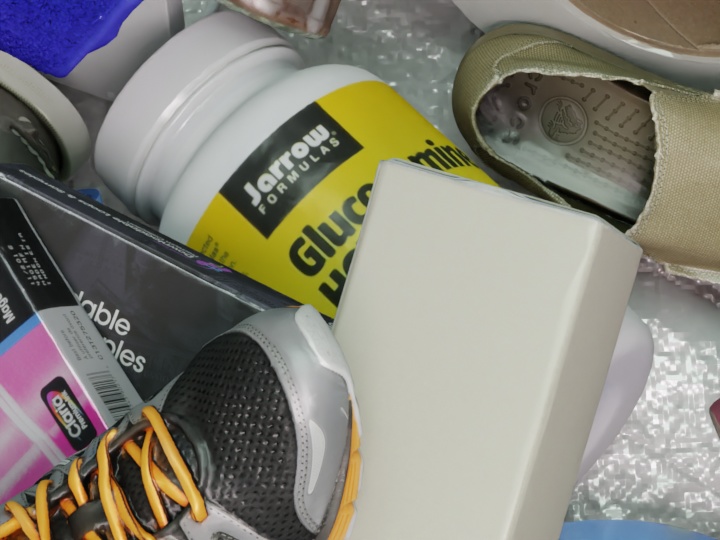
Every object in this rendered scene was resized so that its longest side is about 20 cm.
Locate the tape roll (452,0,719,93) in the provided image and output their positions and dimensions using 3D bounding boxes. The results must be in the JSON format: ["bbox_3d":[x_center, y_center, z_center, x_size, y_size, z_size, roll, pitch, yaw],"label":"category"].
[{"bbox_3d":[0.132,-0.162,1.108,0.202,0.203,0.140,16,64,9],"label":"tape roll"}]

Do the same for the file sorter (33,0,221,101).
[{"bbox_3d":[-0.113,-0.176,1.123,0.138,0.200,0.125,19,63,10],"label":"file sorter"}]

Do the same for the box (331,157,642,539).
[{"bbox_3d":[0.022,0.073,0.963,0.082,0.068,0.201,17,87,19],"label":"box"}]

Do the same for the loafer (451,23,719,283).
[{"bbox_3d":[0.121,-0.032,1.101,0.199,0.067,0.076,17,109,12],"label":"loafer"}]

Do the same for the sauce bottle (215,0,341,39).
[{"bbox_3d":[0.002,-0.183,1.077,0.064,0.065,0.201,29,98,15],"label":"sauce bottle"}]

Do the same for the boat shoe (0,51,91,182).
[{"bbox_3d":[-0.200,-0.079,1.146,0.201,0.072,0.060,31,63,11],"label":"boat shoe"}]

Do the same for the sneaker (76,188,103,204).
[{"bbox_3d":[-0.162,0.049,1.084,0.199,0.070,0.078,-27,104,7],"label":"sneaker"}]

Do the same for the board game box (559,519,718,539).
[{"bbox_3d":[0.092,0.184,1.028,0.157,0.039,0.201,-17,66,-14],"label":"board game box"}]

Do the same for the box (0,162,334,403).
[{"bbox_3d":[-0.097,0.082,1.020,0.142,0.036,0.201,26,104,17],"label":"box"}]

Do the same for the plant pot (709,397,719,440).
[{"bbox_3d":[0.223,0.065,1.006,0.178,0.200,0.201,-24,64,4],"label":"plant pot"}]

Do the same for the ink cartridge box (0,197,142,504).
[{"bbox_3d":[-0.166,0.072,1.011,0.200,0.037,0.095,-40,76,23],"label":"ink cartridge box"}]

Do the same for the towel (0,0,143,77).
[{"bbox_3d":[-0.135,-0.156,0.955,0.199,0.148,0.050,29,22,-24],"label":"towel"}]

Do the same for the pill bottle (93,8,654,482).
[{"bbox_3d":[0.000,0.000,1.078,0.112,0.113,0.200,-41,69,-17],"label":"pill bottle"}]

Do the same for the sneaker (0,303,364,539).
[{"bbox_3d":[-0.072,0.084,0.926,0.077,0.200,0.079,5,46,-45],"label":"sneaker"}]
